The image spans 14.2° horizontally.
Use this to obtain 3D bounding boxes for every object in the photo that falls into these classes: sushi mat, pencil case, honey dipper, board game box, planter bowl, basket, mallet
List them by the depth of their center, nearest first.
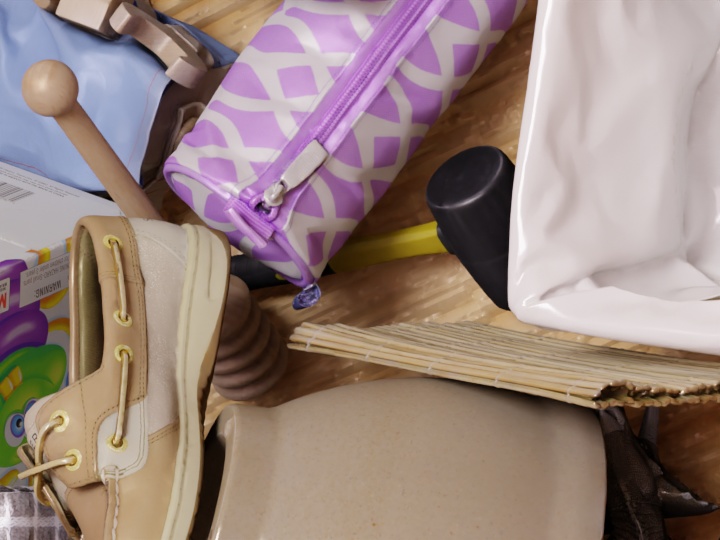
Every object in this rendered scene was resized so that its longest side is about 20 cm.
[{"bbox_3d":[-0.006,0.126,1.099,0.134,0.200,0.201,18,95,-11],"label":"planter bowl"},{"bbox_3d":[0.149,-0.067,1.101,0.135,0.123,0.201,7,89,28],"label":"basket"},{"bbox_3d":[0.066,0.034,1.110,0.200,0.096,0.012,8,97,54],"label":"sushi mat"},{"bbox_3d":[0.002,-0.088,1.173,0.084,0.086,0.200,35,81,1],"label":"pencil case"},{"bbox_3d":[-0.085,-0.016,1.185,0.038,0.200,0.038,-15,48,17],"label":"honey dipper"},{"bbox_3d":[0.000,0.000,1.227,0.200,0.066,0.041,-17,35,40],"label":"mallet"},{"bbox_3d":[-0.170,0.066,1.232,0.105,0.103,0.200,19,117,31],"label":"board game box"}]

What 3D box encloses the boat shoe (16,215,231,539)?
[{"bbox_3d":[-0.097,0.065,1.102,0.074,0.066,0.200,122,159,-49],"label":"boat shoe"}]

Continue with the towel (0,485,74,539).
[{"bbox_3d":[-0.106,0.171,1.170,0.085,0.200,0.166,-3,84,33],"label":"towel"}]

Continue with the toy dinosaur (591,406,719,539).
[{"bbox_3d":[0.092,0.150,1.127,0.077,0.102,0.200,20,115,5],"label":"toy dinosaur"}]

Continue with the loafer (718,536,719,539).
[{"bbox_3d":[0.150,0.187,1.110,0.068,0.070,0.201,11,85,-14],"label":"loafer"}]

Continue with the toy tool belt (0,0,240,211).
[{"bbox_3d":[-0.109,-0.077,1.242,0.200,0.123,0.125,18,94,28],"label":"toy tool belt"}]
